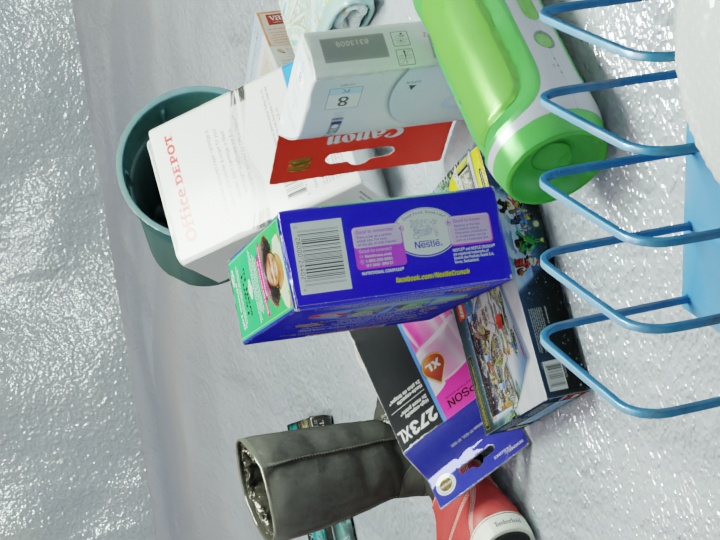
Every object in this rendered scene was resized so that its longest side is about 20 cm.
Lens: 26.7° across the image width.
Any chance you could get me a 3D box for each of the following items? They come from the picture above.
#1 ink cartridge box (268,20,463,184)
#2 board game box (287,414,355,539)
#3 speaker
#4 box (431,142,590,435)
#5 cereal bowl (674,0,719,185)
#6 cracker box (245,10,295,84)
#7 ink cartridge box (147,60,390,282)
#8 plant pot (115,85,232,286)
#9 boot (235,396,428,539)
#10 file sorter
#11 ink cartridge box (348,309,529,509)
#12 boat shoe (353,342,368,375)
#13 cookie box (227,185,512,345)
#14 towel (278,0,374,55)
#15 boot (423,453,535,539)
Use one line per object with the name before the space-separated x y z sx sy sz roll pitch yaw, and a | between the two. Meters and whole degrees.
ink cartridge box | 0.018 -0.116 1.182 0.201 0.158 0.048 109 147 -58
board game box | -0.044 0.277 1.816 0.135 0.028 0.203 145 114 -72
speaker | 0.098 -0.145 1.039 0.089 0.087 0.202 105 150 -53
box | 0.109 0.014 1.167 0.137 0.037 0.203 131 127 -69
cereal bowl | 0.206 -0.090 0.611 0.199 0.083 0.203 16 112 44
cracker box | -0.067 -0.158 1.603 0.135 0.057 0.202 105 149 -51
ink cartridge box | -0.089 -0.098 1.455 0.084 0.198 0.148 30 -139 -64
plant pot | -0.192 -0.086 1.847 0.197 0.197 0.202 100 155 -65
boot | -0.020 0.148 1.379 0.073 0.197 0.183 104 151 -51
file sorter | 0.170 -0.041 0.806 0.139 0.121 0.203 -137 41 -62
ink cartridge box | 0.061 0.093 1.279 0.037 0.094 0.201 37 -160 -47
boat shoe | 0.024 0.040 1.405 0.201 0.071 0.060 -117 21 -56
cookie box | 0.000 0.000 1.161 0.200 0.169 0.076 146 115 -71
towel | -0.042 -0.296 1.464 0.200 0.048 0.174 137 121 -69
boot | 0.087 0.251 1.322 0.145 0.071 0.202 -122 36 -51
